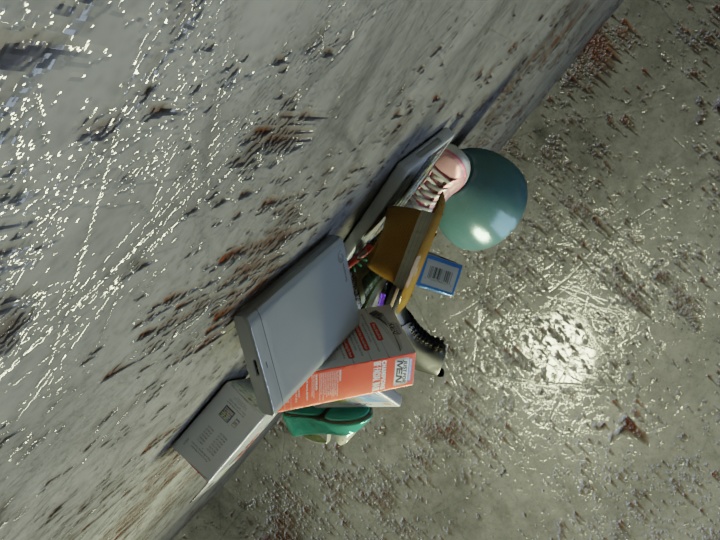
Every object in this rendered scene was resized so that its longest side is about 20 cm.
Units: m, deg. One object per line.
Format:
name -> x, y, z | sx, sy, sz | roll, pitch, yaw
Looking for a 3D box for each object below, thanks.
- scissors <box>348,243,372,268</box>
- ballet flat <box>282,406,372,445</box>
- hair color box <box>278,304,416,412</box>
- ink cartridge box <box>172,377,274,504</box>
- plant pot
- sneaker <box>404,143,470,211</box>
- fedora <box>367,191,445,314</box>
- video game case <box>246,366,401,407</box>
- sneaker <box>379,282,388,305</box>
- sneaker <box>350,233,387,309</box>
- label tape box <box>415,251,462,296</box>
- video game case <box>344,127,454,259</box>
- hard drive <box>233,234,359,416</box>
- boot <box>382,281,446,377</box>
scissors -> 0.005, -0.029, 1.104 | 0.073, 0.014, 0.200 | -39, 180, -18
ballet flat -> -0.052, 0.272, 1.277 | 0.196, 0.072, 0.067 | -5, -160, 35
hair color box -> -0.034, 0.116, 0.983 | 0.195, 0.112, 0.065 | -9, 126, -15
ink cartridge box -> -0.228, 0.272, 1.184 | 0.176, 0.084, 0.200 | -49, 175, -5
plant pot -> 0.212, -0.161, 1.420 | 0.201, 0.201, 0.134 | -49, 138, 8
sneaker -> 0.121, -0.135, 1.263 | 0.105, 0.075, 0.200 | -52, -179, -25
fedora -> 0.060, -0.037, 1.053 | 0.201, 0.080, 0.205 | 23, 89, -87
video game case -> -0.056, 0.181, 1.156 | 0.178, 0.200, 0.023 | -8, -121, 32
sneaker -> 0.014, 0.034, 1.369 | 0.100, 0.069, 0.201 | -47, 151, -15
sneaker -> 0.000, 0.000, 1.224 | 0.076, 0.087, 0.205 | 2, -110, 56
label tape box -> 0.088, -0.016, 1.363 | 0.200, 0.141, 0.065 | -147, -105, -74
video game case -> 0.054, -0.118, 1.116 | 0.182, 0.023, 0.201 | -43, 171, -51
hard drive -> -0.070, 0.062, 0.885 | 0.200, 0.026, 0.135 | -44, 131, -47
boot -> 0.100, 0.101, 1.282 | 0.203, 0.135, 0.078 | 97, 9, -45
